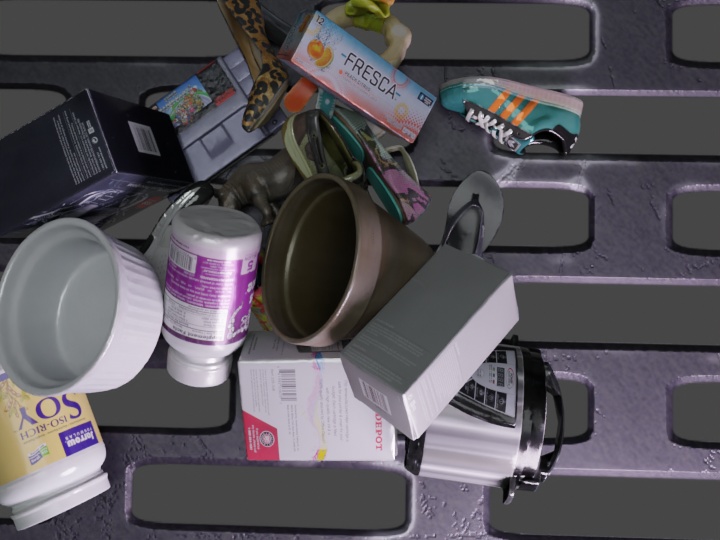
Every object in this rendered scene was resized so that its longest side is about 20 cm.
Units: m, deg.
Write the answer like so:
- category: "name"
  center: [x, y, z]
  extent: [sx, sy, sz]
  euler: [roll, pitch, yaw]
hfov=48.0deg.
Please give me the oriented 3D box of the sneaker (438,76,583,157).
- category: "sneaker"
  center: [0.196, -0.201, 1.073]
  extent: [0.194, 0.071, 0.082]
  euler: [10, 83, 1]

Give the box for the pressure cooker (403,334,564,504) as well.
- category: "pressure cooker"
  center: [0.156, 0.175, 1.006]
  extent: [0.194, 0.179, 0.181]
  euler: [8, 102, 2]

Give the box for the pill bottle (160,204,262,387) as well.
- category: "pill bottle"
  center: [-0.186, 0.033, 0.988]
  extent: [0.109, 0.113, 0.205]
  euler: [13, 112, 3]

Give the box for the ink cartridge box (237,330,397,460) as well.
- category: "ink cartridge box"
  center: [-0.051, 0.159, 1.032]
  extent: [0.194, 0.086, 0.151]
  euler: [0, 112, 0]

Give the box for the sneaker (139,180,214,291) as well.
- category: "sneaker"
  center: [-0.244, -0.030, 1.072]
  extent: [0.079, 0.074, 0.201]
  euler: [37, 110, -4]

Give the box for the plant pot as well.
- category: "plant pot"
  center: [0.000, 0.000, 0.994]
  extent: [0.171, 0.198, 0.206]
  euler: [13, 87, -37]

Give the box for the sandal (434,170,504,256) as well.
- category: "sandal"
  center: [0.136, -0.036, 1.080]
  extent: [0.075, 0.043, 0.204]
  euler: [24, 88, 3]

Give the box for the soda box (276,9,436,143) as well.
- category: "soda box"
  center: [-0.004, -0.239, 1.001]
  extent: [0.198, 0.063, 0.069]
  euler: [29, 94, -30]

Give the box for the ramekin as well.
- category: "ramekin"
  center: [-0.328, 0.048, 0.957]
  extent: [0.196, 0.097, 0.206]
  euler: [-6, 77, 26]

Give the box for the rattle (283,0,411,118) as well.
- category: "rattle"
  center: [-0.016, -0.300, 1.028]
  extent: [0.199, 0.143, 0.131]
  euler: [-38, 87, -25]

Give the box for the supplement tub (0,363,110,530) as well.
- category: "supplement tub"
  center: [-0.414, 0.209, 1.035]
  extent: [0.142, 0.145, 0.204]
  euler: [-23, 86, 1]

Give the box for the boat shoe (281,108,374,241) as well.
- category: "boat shoe"
  center: [-0.025, -0.117, 1.041]
  extent: [0.203, 0.065, 0.072]
  euler: [56, 48, -22]

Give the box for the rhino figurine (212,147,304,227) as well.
- category: "rhino figurine"
  center: [-0.130, -0.105, 1.086]
  extent: [0.196, 0.060, 0.089]
  euler: [-22, 90, 2]

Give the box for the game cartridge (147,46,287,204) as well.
- category: "game cartridge"
  center: [-0.211, -0.200, 1.107]
  extent: [0.198, 0.038, 0.131]
  euler: [-35, 90, 0]

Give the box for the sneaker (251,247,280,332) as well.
- category: "sneaker"
  center: [-0.117, 0.041, 1.062]
  extent: [0.078, 0.090, 0.200]
  euler: [-44, 88, -3]

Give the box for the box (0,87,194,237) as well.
- category: "box"
  center: [-0.338, -0.123, 1.006]
  extent: [0.179, 0.200, 0.106]
  euler: [-23, 86, 15]

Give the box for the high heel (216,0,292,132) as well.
- category: "high heel"
  center: [-0.156, -0.274, 1.054]
  extent: [0.140, 0.072, 0.203]
  euler: [28, 54, -10]

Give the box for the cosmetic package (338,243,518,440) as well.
- category: "cosmetic package"
  center: [0.081, 0.074, 0.917]
  extent: [0.199, 0.092, 0.106]
  euler: [-41, 46, -24]

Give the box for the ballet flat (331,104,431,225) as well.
- category: "ballet flat"
  center: [0.023, -0.154, 1.083]
  extent: [0.071, 0.069, 0.201]
  euler: [-36, 83, -18]
